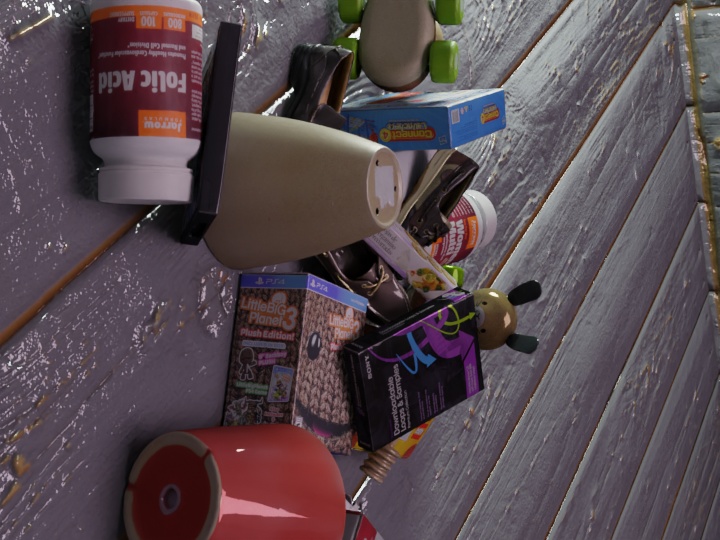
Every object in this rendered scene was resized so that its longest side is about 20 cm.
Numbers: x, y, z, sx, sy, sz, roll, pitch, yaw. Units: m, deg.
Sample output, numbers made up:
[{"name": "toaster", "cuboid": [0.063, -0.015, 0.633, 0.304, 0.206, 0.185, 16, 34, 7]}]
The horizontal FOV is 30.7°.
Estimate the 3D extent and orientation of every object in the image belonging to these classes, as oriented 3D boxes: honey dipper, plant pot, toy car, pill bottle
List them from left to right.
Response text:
[{"name": "pill bottle", "cuboid": [-0.215, -0.169, 1.317, 0.114, 0.113, 0.202, 0, 90, -62]}, {"name": "plant pot", "cuboid": [-0.144, 0.253, 1.405, 0.177, 0.199, 0.202, 20, 73, -50]}, {"name": "plant pot", "cuboid": [-0.058, -0.096, 1.527, 0.187, 0.198, 0.189, 1, 89, -62]}, {"name": "toy car", "cuboid": [0.065, -0.303, 1.816, 0.200, 0.163, 0.159, 47, 48, -73]}, {"name": "honey dipper", "cuboid": [0.068, 0.188, 1.732, 0.201, 0.038, 0.038, -56, 146, -4]}, {"name": "pill bottle", "cuboid": [0.109, -0.060, 1.911, 0.199, 0.109, 0.111, -15, 104, -50]}, {"name": "toy car", "cuboid": [0.175, 0.071, 1.974, 0.157, 0.198, 0.166, 18, 75, -61]}]

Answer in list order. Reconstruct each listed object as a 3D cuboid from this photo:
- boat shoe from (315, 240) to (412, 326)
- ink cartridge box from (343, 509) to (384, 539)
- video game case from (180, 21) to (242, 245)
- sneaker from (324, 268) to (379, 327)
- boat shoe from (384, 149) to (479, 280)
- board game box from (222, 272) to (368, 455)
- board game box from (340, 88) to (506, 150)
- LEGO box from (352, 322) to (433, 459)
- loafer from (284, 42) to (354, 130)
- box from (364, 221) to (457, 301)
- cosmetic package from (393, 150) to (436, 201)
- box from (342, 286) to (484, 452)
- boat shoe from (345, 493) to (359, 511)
[{"name": "boat shoe", "cuboid": [0.000, 0.000, 1.693, 0.072, 0.059, 0.200, -42, 101, -11]}, {"name": "ink cartridge box", "cuboid": [-0.033, 0.374, 1.638, 0.200, 0.145, 0.083, 58, 43, -45]}, {"name": "video game case", "cuboid": [-0.162, -0.141, 1.400, 0.181, 0.025, 0.202, 147, -50, -74]}, {"name": "sneaker", "cuboid": [0.001, 0.023, 1.786, 0.108, 0.067, 0.203, 21, 76, -62]}, {"name": "boat shoe", "cuboid": [0.093, -0.072, 1.763, 0.201, 0.064, 0.073, -63, 157, -2]}, {"name": "board game box", "cuboid": [-0.077, 0.116, 1.604, 0.159, 0.096, 0.202, 24, 70, -60]}, {"name": "board game box", "cuboid": [0.072, -0.204, 1.778, 0.200, 0.194, 0.056, -27, 114, -59]}, {"name": "LEGO box", "cuboid": [0.035, 0.167, 1.775, 0.150, 0.077, 0.200, -57, 151, 5]}, {"name": "loafer", "cuboid": [-0.053, -0.194, 1.671, 0.073, 0.072, 0.202, 17, 76, -62]}, {"name": "box", "cuboid": [0.059, -0.019, 1.711, 0.200, 0.039, 0.042, 43, 18, -34]}, {"name": "cosmetic package", "cuboid": [0.021, -0.128, 1.783, 0.200, 0.101, 0.072, -15, 105, -61]}, {"name": "box", "cuboid": [0.071, 0.124, 1.662, 0.199, 0.036, 0.144, -25, 118, -32]}, {"name": "boat shoe", "cuboid": [-0.026, 0.327, 1.730, 0.200, 0.073, 0.066, 58, 46, -47]}]
